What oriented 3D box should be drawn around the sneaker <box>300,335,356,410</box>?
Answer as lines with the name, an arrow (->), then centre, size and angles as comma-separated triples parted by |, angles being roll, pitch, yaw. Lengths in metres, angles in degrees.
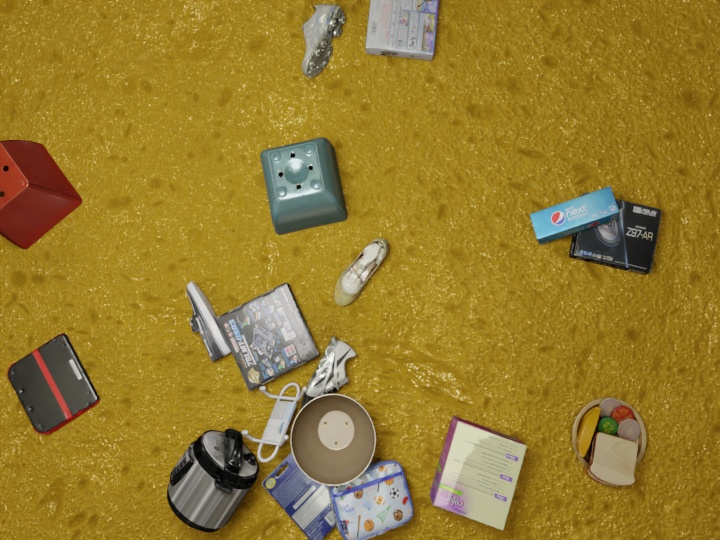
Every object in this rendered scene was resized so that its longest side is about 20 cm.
sneaker -> -0.076, 0.271, 1.487 | 0.087, 0.074, 0.203 | 28, 87, 5

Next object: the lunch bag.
lunch bag -> 0.018, 0.542, 1.447 | 0.195, 0.076, 0.164 | -13, 82, -13

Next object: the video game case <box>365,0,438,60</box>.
video game case -> 0.110, -0.658, 1.577 | 0.176, 0.045, 0.206 | 6, 86, 3

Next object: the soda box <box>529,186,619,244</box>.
soda box -> 0.520, -0.132, 1.479 | 0.196, 0.064, 0.070 | -19, 73, 20

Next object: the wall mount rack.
wall mount rack -> -0.190, 0.343, 1.430 | 0.171, 0.075, 0.203 | -6, 52, 39

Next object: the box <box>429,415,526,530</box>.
box -> 0.278, 0.479, 1.452 | 0.172, 0.097, 0.205 | 18, 85, 2

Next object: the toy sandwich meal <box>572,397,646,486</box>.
toy sandwich meal -> 0.604, 0.412, 1.464 | 0.199, 0.070, 0.211 | 0, 85, 1

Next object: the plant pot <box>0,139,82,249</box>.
plant pot -> -0.853, -0.201, 1.491 | 0.199, 0.176, 0.201 | -39, 85, -2

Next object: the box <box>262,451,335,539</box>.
box -> -0.134, 0.550, 1.485 | 0.121, 0.032, 0.200 | -42, 88, -3

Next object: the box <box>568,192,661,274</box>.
box -> 0.636, -0.092, 1.519 | 0.195, 0.044, 0.164 | 14, 86, 3

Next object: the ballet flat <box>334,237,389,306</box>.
ballet flat -> 0.000, 0.000, 1.513 | 0.070, 0.071, 0.201 | 39, 87, 4

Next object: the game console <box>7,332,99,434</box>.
game console -> -0.772, 0.287, 1.526 | 0.175, 0.031, 0.203 | -31, 86, -6

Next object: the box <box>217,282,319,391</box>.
box -> -0.228, 0.164, 1.512 | 0.195, 0.050, 0.204 | -26, 85, 0

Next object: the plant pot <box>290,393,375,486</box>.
plant pot -> -0.062, 0.391, 1.447 | 0.194, 0.135, 0.206 | 0, 85, 0

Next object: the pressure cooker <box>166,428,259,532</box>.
pressure cooker -> -0.333, 0.473, 1.417 | 0.175, 0.178, 0.202 | 39, 98, 29

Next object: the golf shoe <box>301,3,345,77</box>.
golf shoe -> -0.117, -0.596, 1.574 | 0.095, 0.078, 0.204 | 22, 80, 20

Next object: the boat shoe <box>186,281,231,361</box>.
boat shoe -> -0.393, 0.128, 1.511 | 0.067, 0.072, 0.203 | -28, 92, -3

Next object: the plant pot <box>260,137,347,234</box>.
plant pot -> -0.144, -0.217, 1.468 | 0.191, 0.200, 0.201 | -12, 84, 0
